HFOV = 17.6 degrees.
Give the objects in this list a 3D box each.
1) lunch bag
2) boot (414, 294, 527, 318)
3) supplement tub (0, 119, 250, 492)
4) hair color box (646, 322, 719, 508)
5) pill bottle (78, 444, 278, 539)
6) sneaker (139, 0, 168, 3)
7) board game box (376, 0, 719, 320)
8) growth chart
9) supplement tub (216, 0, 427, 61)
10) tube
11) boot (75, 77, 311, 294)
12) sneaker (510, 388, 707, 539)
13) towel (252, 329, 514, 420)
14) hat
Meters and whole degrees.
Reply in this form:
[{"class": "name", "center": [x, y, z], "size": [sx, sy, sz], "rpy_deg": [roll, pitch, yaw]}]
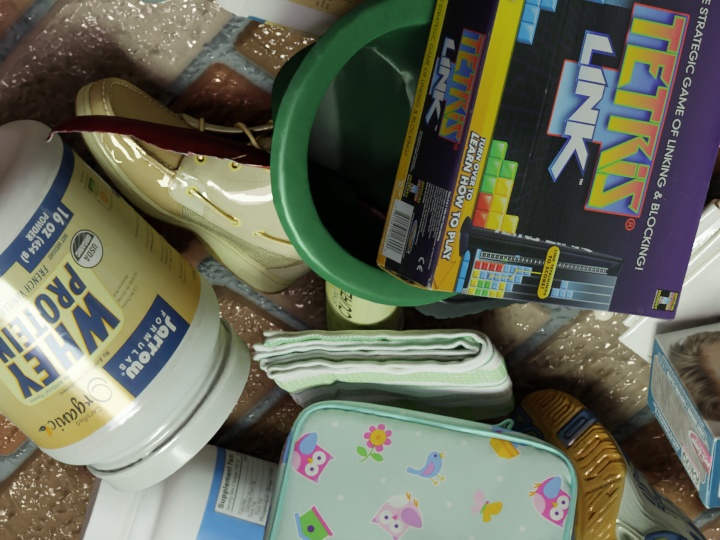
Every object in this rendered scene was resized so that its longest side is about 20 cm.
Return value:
[{"class": "lunch bag", "center": [0.039, 0.167, 1.483], "size": [0.199, 0.161, 0.077], "rpy_deg": [12, 163, -3]}, {"class": "boot", "center": [0.123, -0.047, 1.337], "size": [0.197, 0.074, 0.163], "rpy_deg": [-15, 157, -33]}, {"class": "supplement tub", "center": [-0.175, 0.024, 1.386], "size": [0.144, 0.145, 0.200], "rpy_deg": [-30, 119, 29]}, {"class": "hair color box", "center": [0.289, 0.074, 1.435], "size": [0.199, 0.100, 0.061], "rpy_deg": [-11, 131, -12]}, {"class": "pill bottle", "center": [-0.090, 0.183, 1.610], "size": [0.199, 0.113, 0.113], "rpy_deg": [16, 131, -8]}, {"class": "sneaker", "center": [-0.130, -0.207, 1.265], "size": [0.083, 0.121, 0.201], "rpy_deg": [-2, 131, 8]}, {"class": "board game box", "center": [0.108, -0.083, 1.176], "size": [0.165, 0.057, 0.201], "rpy_deg": [7, 101, -33]}, {"class": "growth chart", "center": [0.241, 0.029, 1.461], "size": [0.144, 0.018, 0.200], "rpy_deg": [-36, 132, 16]}, {"class": "supplement tub", "center": [0.031, -0.184, 1.252], "size": [0.199, 0.145, 0.145], "rpy_deg": [16, 131, -8]}, {"class": "tube", "center": [0.000, 0.000, 1.396], "size": [0.058, 0.052, 0.200], "rpy_deg": [30, 165, 9]}, {"class": "boot", "center": [-0.058, -0.077, 1.400], "size": [0.155, 0.073, 0.200], "rpy_deg": [-29, 129, 29]}, {"class": "sneaker", "center": [0.173, 0.167, 1.552], "size": [0.075, 0.200, 0.088], "rpy_deg": [-41, 160, 12]}, {"class": "towel", "center": [0.021, 0.074, 1.487], "size": [0.148, 0.031, 0.200], "rpy_deg": [0, 165, 9]}, {"class": "hat", "center": [-0.019, -0.087, 1.239], "size": [0.199, 0.176, 0.166], "rpy_deg": [25, 92, -34]}]
